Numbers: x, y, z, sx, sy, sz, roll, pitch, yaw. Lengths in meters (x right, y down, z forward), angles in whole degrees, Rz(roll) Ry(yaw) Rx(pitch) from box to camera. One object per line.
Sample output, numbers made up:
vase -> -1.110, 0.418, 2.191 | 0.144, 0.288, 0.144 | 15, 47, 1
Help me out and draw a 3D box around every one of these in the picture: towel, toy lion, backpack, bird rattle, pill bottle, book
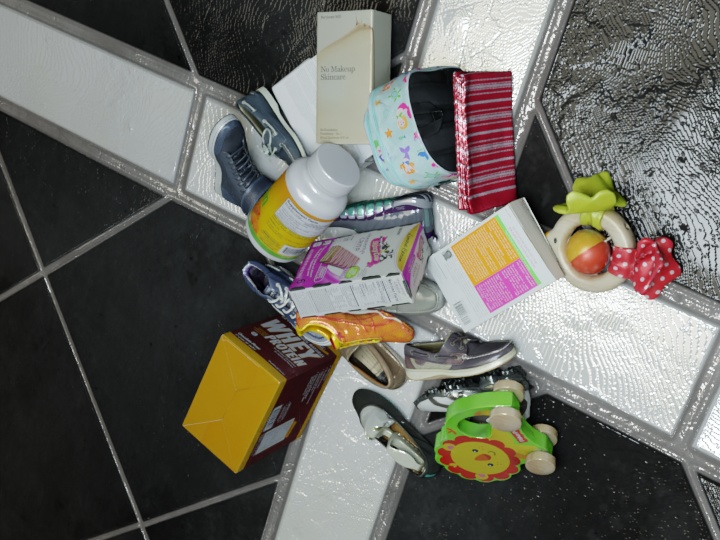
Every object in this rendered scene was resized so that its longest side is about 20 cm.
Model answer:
towel -> 0.186, -0.189, 1.363 | 0.022, 0.144, 0.203 | 4, 102, 41
toy lion -> 0.193, 0.261, 1.436 | 0.190, 0.069, 0.200 | -15, 132, 30
backpack -> 0.093, -0.208, 1.381 | 0.149, 0.199, 0.180 | -18, 90, 31
bird rattle -> 0.353, -0.037, 1.342 | 0.201, 0.112, 0.163 | 52, 134, 1
pill bottle -> -0.089, -0.110, 1.486 | 0.200, 0.111, 0.112 | -42, 77, 39
book -> 0.200, -0.003, 1.425 | 0.199, 0.048, 0.135 | -34, 82, 43

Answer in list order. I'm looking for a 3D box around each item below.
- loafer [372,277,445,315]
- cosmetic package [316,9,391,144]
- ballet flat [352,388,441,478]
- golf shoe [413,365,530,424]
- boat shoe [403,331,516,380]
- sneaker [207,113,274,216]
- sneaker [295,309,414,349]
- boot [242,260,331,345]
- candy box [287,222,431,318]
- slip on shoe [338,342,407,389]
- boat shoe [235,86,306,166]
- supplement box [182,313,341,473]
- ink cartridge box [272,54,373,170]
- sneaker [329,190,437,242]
loafer -> 0.043, 0.040, 1.530 | 0.198, 0.070, 0.071 | 4, 97, 29
cosmetic package -> -0.011, -0.299, 1.457 | 0.102, 0.073, 0.203 | 3, 99, 26
ballet flat -> 0.053, 0.273, 1.568 | 0.199, 0.068, 0.068 | 38, 116, 19
golf shoe -> 0.176, 0.216, 1.481 | 0.198, 0.077, 0.096 | -16, 91, 32
boat shoe -> 0.151, 0.131, 1.484 | 0.198, 0.072, 0.066 | -13, 99, 37
sneaker -> -0.185, -0.163, 1.587 | 0.146, 0.077, 0.203 | 39, 154, 20
sneaker -> -0.010, 0.100, 1.530 | 0.197, 0.073, 0.078 | 10, 68, -1
boot -> -0.122, 0.057, 1.590 | 0.200, 0.090, 0.073 | 38, 101, 33
candy box -> 0.000, 0.000, 1.463 | 0.198, 0.137, 0.061 | -9, 124, 24
slip on shoe -> -0.006, 0.131, 1.580 | 0.200, 0.060, 0.076 | 43, 117, 17
boat shoe -> -0.145, -0.224, 1.571 | 0.061, 0.075, 0.201 | -27, 72, -13
supplement box -> -0.166, 0.203, 1.605 | 0.132, 0.199, 0.199 | 36, 114, 20
ink cartridge box -> -0.033, -0.264, 1.537 | 0.173, 0.043, 0.202 | -31, 82, 26
sneaker -> 0.029, -0.071, 1.520 | 0.198, 0.074, 0.089 | -7, 100, 30
